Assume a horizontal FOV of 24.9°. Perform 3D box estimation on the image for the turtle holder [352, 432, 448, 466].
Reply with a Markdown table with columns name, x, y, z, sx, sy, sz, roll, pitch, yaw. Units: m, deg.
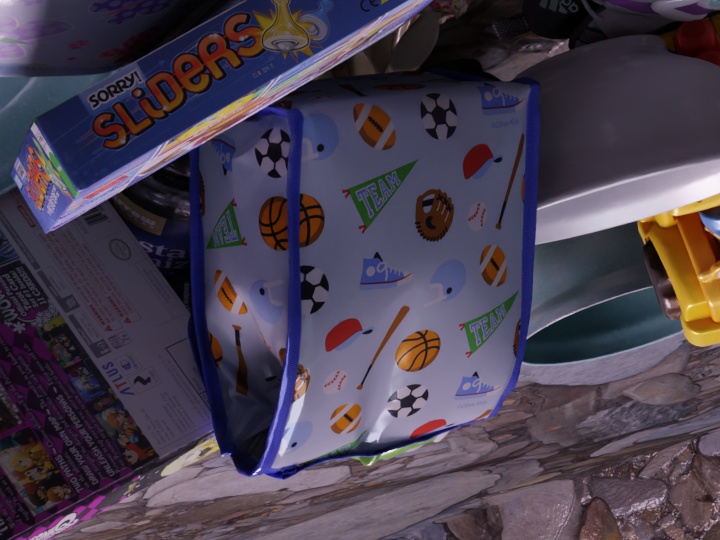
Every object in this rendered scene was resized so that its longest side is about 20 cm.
| name | x | y | z | sx | sy | sz | roll | pitch | yaw |
| --- | --- | --- | --- | --- | --- | --- | --- | --- | --- |
| turtle holder | 0.026 | 0.027 | 1.070 | 0.140 | 0.187 | 0.131 | 5 | -170 | 42 |

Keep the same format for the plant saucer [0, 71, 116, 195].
| name | x | y | z | sx | sy | sz | roll | pitch | yaw |
| --- | --- | --- | --- | --- | --- | --- | --- | --- | --- |
| plant saucer | -0.213 | -0.103 | 0.811 | 0.199 | 0.036 | 0.200 | -28 | 151 | -17 |

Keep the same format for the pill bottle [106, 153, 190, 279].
| name | x | y | z | sx | sy | sz | roll | pitch | yaw |
| --- | --- | --- | --- | --- | --- | --- | --- | --- | --- |
| pill bottle | -0.107 | -0.067 | 0.967 | 0.111 | 0.112 | 0.200 | -9 | 162 | -18 |

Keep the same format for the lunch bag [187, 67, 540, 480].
| name | x | y | z | sx | sy | sz | roll | pitch | yaw |
| --- | --- | --- | --- | --- | --- | --- | --- | --- | --- |
| lunch bag | 0.000 | 0.000 | 0.866 | 0.169 | 0.201 | 0.124 | -11 | -164 | -33 |

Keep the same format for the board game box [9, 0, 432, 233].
| name | x | y | z | sx | sy | sz | roll | pitch | yaw |
| --- | --- | --- | --- | --- | --- | --- | --- | --- | --- |
| board game box | -0.052 | -0.087 | 0.699 | 0.199 | 0.035 | 0.135 | -32 | -176 | -17 |

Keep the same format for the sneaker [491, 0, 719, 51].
| name | x | y | z | sx | sy | sz | roll | pitch | yaw |
| --- | --- | --- | --- | --- | --- | --- | --- | --- | --- |
| sneaker | 0.133 | -0.167 | 0.911 | 0.139 | 0.078 | 0.200 | -21 | 161 | 18 |

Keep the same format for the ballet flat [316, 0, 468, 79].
| name | x | y | z | sx | sy | sz | roll | pitch | yaw |
| --- | --- | --- | --- | --- | --- | --- | --- | --- | --- |
| ballet flat | 0.004 | -0.130 | 0.944 | 0.075 | 0.064 | 0.200 | -8 | 162 | -24 |

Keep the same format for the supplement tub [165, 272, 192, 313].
| name | x | y | z | sx | sy | sz | roll | pitch | yaw |
| --- | --- | --- | --- | --- | --- | --- | --- | --- | --- |
| supplement tub | -0.114 | 0.058 | 0.986 | 0.199 | 0.108 | 0.107 | -14 | 163 | 10 |

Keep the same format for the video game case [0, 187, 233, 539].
| name | x | y | z | sx | sy | sz | roll | pitch | yaw |
| --- | --- | --- | --- | --- | --- | --- | --- | --- | --- |
| video game case | -0.180 | 0.041 | 0.871 | 0.181 | 0.200 | 0.036 | -26 | 159 | -36 |

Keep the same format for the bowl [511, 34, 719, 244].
| name | x | y | z | sx | sy | sz | roll | pitch | yaw |
| --- | --- | --- | --- | --- | --- | --- | --- | --- | --- |
| bowl | 0.145 | -0.081 | 0.964 | 0.200 | 0.091 | 0.201 | -14 | 174 | -2 |

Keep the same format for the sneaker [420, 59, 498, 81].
| name | x | y | z | sx | sy | sz | roll | pitch | yaw |
| --- | --- | --- | --- | --- | --- | --- | --- | --- | --- |
| sneaker | 0.081 | -0.090 | 1.084 | 0.199 | 0.078 | 0.140 | -1 | 158 | -38 |

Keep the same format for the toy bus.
| name | x | y | z | sx | sy | sz | roll | pitch | yaw |
| --- | --- | --- | --- | --- | --- | --- | --- | --- | --- |
| toy bus | 0.239 | -0.075 | 1.101 | 0.135 | 0.201 | 0.192 | -19 | 155 | 8 |

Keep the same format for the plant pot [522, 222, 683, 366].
| name | x | y | z | sx | sy | sz | roll | pitch | yaw |
| --- | --- | --- | --- | --- | --- | --- | --- | --- | --- |
| plant pot | 0.202 | -0.019 | 1.331 | 0.199 | 0.135 | 0.200 | -14 | 163 | -4 |

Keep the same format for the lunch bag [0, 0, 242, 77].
| name | x | y | z | sx | sy | sz | roll | pitch | yaw |
| --- | --- | --- | --- | --- | --- | --- | --- | --- | --- |
| lunch bag | -0.091 | -0.158 | 0.683 | 0.199 | 0.128 | 0.169 | -6 | 163 | -45 |
